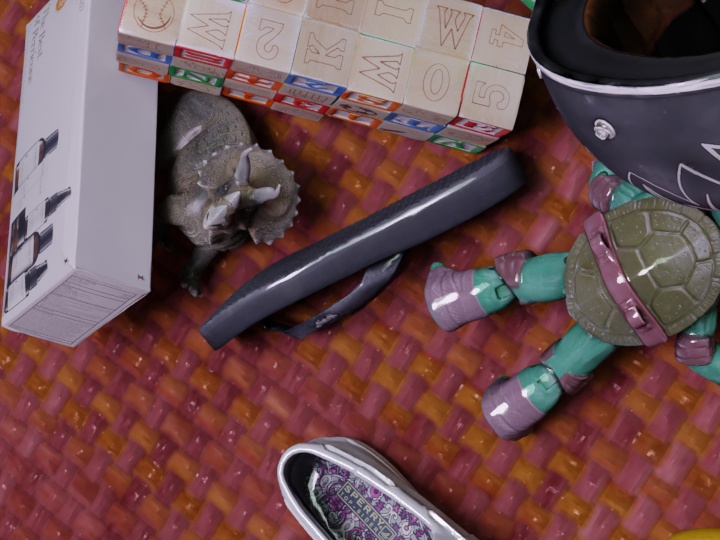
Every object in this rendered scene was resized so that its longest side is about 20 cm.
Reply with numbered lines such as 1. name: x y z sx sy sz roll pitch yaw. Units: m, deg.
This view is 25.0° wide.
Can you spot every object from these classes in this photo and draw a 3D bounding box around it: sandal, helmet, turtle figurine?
1. sandal: 0.000 0.000 0.859 0.200 0.076 0.043 -26 98 18
2. helmet: 0.171 -0.122 0.699 0.199 0.200 0.192 10 104 24
3. turtle figurine: 0.136 0.000 0.787 0.200 0.101 0.150 -27 71 23

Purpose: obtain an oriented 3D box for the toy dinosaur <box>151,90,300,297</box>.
1. toy dinosaur: -0.089 -0.054 0.910 0.102 0.077 0.200 -44 36 13

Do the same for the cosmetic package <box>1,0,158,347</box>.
1. cosmetic package: -0.153 -0.067 0.894 0.082 0.051 0.201 -32 50 41

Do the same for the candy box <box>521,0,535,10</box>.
1. candy box: 0.093 -0.249 0.825 0.169 0.077 0.200 -45 79 0

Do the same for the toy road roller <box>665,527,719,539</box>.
1. toy road roller: 0.204 0.184 0.712 0.199 0.123 0.147 -13 65 21

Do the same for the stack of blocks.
1. stack of blocks: -0.022 -0.115 0.839 0.199 0.115 0.059 14 85 -7

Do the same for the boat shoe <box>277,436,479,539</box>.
1. boat shoe: 0.035 0.153 0.814 0.072 0.068 0.200 -47 67 9
